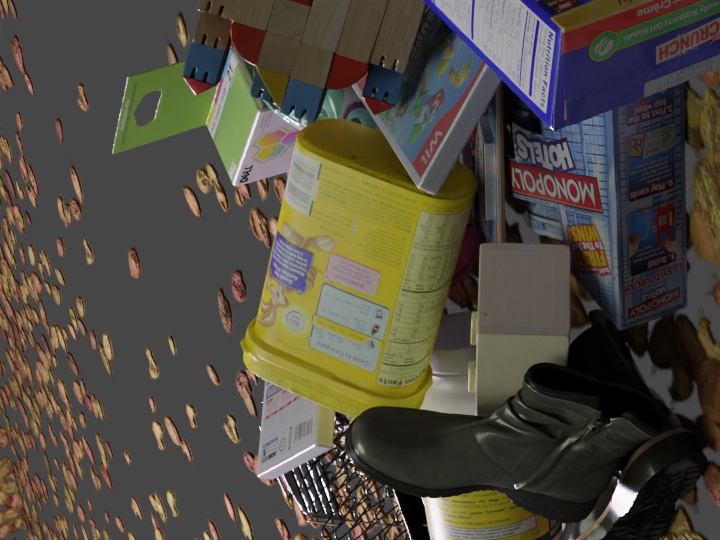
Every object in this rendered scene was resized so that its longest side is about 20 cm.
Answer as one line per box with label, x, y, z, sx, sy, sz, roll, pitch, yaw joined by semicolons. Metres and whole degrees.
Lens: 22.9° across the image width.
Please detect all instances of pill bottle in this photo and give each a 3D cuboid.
pill bottle;0.100;0.140;1.465;0.112;0.112;0.200;28;132;60

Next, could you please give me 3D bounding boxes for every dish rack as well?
dish rack;-0.010;0.183;1.586;0.200;0.055;0.154;1;119;38

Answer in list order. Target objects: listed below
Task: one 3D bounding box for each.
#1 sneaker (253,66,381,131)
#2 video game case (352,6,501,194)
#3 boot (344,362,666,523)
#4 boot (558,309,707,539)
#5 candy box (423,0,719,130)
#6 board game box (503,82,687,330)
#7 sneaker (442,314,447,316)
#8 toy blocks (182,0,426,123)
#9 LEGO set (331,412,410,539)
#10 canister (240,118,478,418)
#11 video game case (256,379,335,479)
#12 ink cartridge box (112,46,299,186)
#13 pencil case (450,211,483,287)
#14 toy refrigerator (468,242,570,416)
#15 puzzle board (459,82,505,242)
sneaker;0.014;-0.115;1.454;0.078;0.140;0.200;-45;65;32
video game case;0.054;-0.155;1.257;0.143;0.017;0.200;-61;25;17
boot;0.099;0.103;1.228;0.131;0.200;0.068;115;164;-46
boot;0.180;0.137;1.344;0.138;0.077;0.200;64;144;30
candy box;0.134;-0.188;1.057;0.200;0.169;0.077;51;154;40
board game box;0.159;-0.068;1.234;0.200;0.062;0.200;17;122;64
sneaker;0.023;0.049;1.515;0.078;0.077;0.200;36;-179;20
toy blocks;-0.037;-0.168;1.237;0.100;0.200;0.137;-74;1;-78
LEGO set;0.031;0.176;1.648;0.154;0.116;0.200;64;157;20
canister;0.000;0.000;1.354;0.148;0.087;0.200;22;119;14
video game case;-0.050;0.070;1.533;0.143;0.018;0.200;143;134;-61
ink cartridge box;-0.119;-0.140;1.651;0.076;0.200;0.148;64;157;18
pencil case;0.029;-0.054;1.519;0.200;0.091;0.094;38;142;58
toy refrigerator;0.112;0.065;1.280;0.200;0.070;0.076;84;-171;-58
puzzle board;0.088;-0.124;1.333;0.151;0.017;0.200;-102;7;-65
